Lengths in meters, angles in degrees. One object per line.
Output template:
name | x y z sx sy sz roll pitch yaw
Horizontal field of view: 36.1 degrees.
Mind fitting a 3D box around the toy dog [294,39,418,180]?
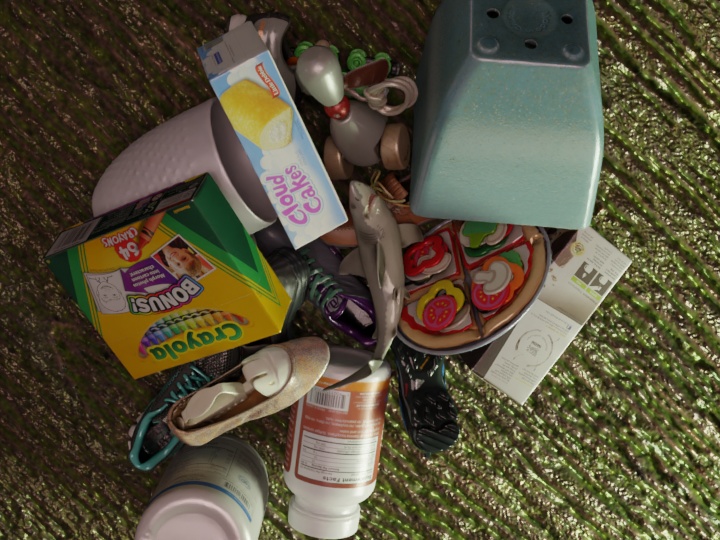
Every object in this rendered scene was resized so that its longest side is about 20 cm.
toy dog | -0.007 -0.180 1.163 0.129 0.201 0.098 5 62 0

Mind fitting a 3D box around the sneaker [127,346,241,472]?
sneaker | -0.204 0.155 1.277 0.077 0.091 0.202 32 98 -5

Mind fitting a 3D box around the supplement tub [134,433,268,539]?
supplement tub | -0.173 0.275 1.241 0.129 0.200 0.135 0 99 1

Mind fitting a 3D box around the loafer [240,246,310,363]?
loafer | -0.114 0.070 1.247 0.072 0.072 0.203 28 123 28

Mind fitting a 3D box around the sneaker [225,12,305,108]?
sneaker | -0.088 -0.184 1.205 0.078 0.074 0.203 -10 121 6

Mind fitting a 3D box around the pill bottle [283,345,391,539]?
pill bottle | -0.031 0.196 1.271 0.110 0.112 0.204 8 100 -1

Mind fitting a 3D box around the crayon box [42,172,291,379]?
crayon box | -0.199 0.011 1.150 0.197 0.059 0.174 -18 120 25

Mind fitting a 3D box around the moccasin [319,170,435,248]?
moccasin | 0.042 -0.081 1.236 0.198 0.074 0.079 -16 124 4

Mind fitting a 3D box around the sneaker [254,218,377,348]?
sneaker | -0.041 0.010 1.252 0.199 0.088 0.075 39 98 -6

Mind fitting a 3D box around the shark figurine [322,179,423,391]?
shark figurine | 0.007 0.019 1.198 0.088 0.127 0.219 -2 86 32

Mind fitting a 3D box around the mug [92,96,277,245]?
mug | -0.187 -0.062 1.215 0.173 0.148 0.203 -23 104 16

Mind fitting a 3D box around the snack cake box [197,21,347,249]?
snack cake box | -0.089 -0.139 1.128 0.066 0.115 0.202 -27 119 -2

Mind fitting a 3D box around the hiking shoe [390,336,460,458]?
hiking shoe | 0.064 0.111 1.275 0.073 0.087 0.204 0 76 -12

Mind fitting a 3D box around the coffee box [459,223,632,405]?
coffee box | 0.195 0.033 1.234 0.079 0.113 0.201 33 98 -18

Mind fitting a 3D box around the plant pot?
plant pot | 0.157 -0.186 1.122 0.192 0.201 0.199 5 58 -1

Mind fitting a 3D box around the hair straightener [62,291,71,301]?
hair straightener | -0.244 0.047 1.266 0.196 0.077 0.042 9 75 5

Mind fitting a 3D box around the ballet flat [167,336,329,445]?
ballet flat | -0.124 0.129 1.195 0.198 0.067 0.069 -33 61 7

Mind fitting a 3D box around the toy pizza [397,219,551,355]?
toy pizza | 0.112 0.002 1.203 0.199 0.201 0.032 -34 129 6

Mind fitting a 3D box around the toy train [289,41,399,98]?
toy train | -0.055 -0.226 1.240 0.196 0.042 0.057 9 109 -1
